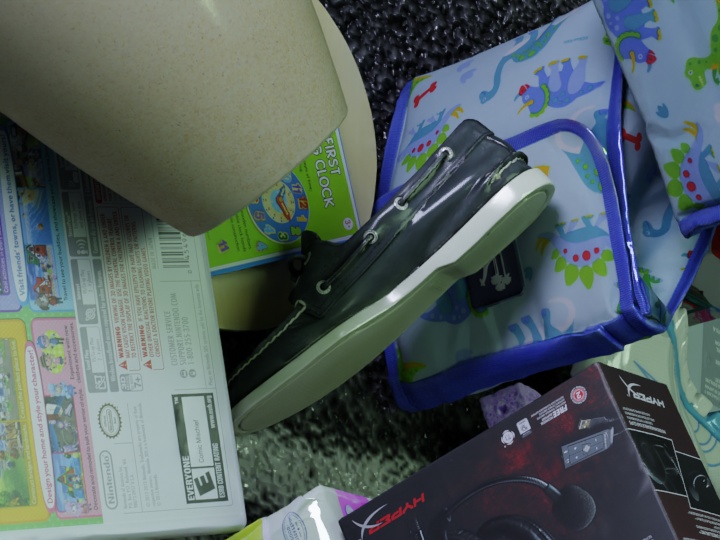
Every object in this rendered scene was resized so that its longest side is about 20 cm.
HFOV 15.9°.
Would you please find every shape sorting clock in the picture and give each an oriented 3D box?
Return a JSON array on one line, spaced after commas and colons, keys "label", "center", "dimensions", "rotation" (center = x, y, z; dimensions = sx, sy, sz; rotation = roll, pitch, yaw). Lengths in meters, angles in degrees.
[{"label": "shape sorting clock", "center": [-0.070, -0.068, 1.290], "dimensions": [0.200, 0.039, 0.200], "rotation": [7, 78, -37]}]

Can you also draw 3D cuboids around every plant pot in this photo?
[{"label": "plant pot", "center": [-0.102, -0.120, 1.143], "dimensions": [0.200, 0.187, 0.187], "rotation": [51, 44, -10]}]

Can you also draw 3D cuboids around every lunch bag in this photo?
[{"label": "lunch bag", "center": [0.096, -0.029, 1.354], "dimensions": [0.127, 0.170, 0.200], "rotation": [36, 49, -33]}, {"label": "lunch bag", "center": [0.217, -0.125, 1.299], "dimensions": [0.200, 0.127, 0.170], "rotation": [-20, 87, -47]}]

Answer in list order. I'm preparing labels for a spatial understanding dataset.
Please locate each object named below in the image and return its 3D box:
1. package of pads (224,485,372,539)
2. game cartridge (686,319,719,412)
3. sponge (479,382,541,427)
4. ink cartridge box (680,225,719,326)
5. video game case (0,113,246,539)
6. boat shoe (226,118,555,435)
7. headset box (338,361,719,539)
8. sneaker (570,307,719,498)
[{"label": "package of pads", "center": [0.028, 0.189, 1.226], "dimensions": [0.200, 0.068, 0.155], "rotation": [23, 38, -54]}, {"label": "game cartridge", "center": [0.236, 0.081, 1.571], "dimensions": [0.200, 0.040, 0.133], "rotation": [29, 53, -38]}, {"label": "sponge", "center": [0.123, 0.164, 1.352], "dimensions": [0.112, 0.030, 0.200], "rotation": [41, 27, -58]}, {"label": "ink cartridge box", "center": [0.189, -0.036, 1.437], "dimensions": [0.067, 0.200, 0.116], "rotation": [31, 55, -36]}, {"label": "video game case", "center": [-0.145, 0.026, 1.165], "dimensions": [0.182, 0.022, 0.200], "rotation": [-1, 76, -37]}, {"label": "boat shoe", "center": [0.000, -0.001, 1.267], "dimensions": [0.066, 0.199, 0.075], "rotation": [51, 6, 15]}, {"label": "headset box", "center": [0.099, 0.165, 1.118], "dimensions": [0.077, 0.149, 0.200], "rotation": [20, 43, -55]}, {"label": "sneaker", "center": [0.156, 0.093, 1.431], "dimensions": [0.200, 0.075, 0.087], "rotation": [60, 42, -37]}]
